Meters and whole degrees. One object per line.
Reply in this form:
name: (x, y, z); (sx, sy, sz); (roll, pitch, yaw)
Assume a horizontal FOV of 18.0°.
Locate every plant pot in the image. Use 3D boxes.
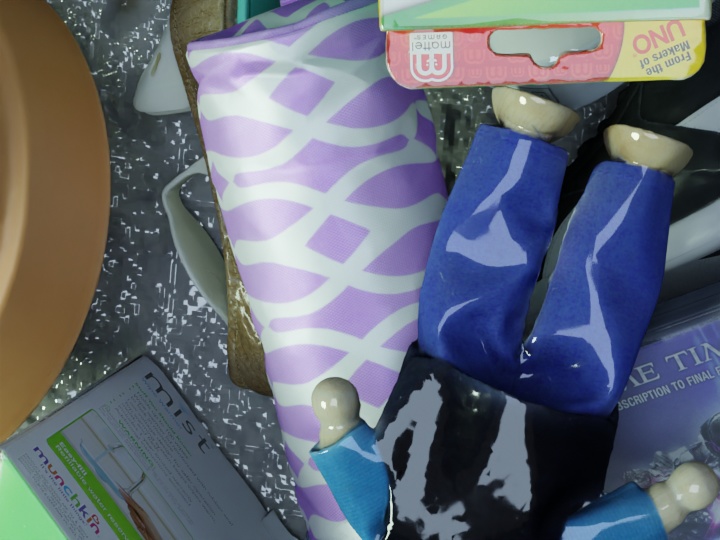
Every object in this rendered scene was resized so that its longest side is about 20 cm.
plant pot: (-0.206, -0.028, 0.798); (0.199, 0.140, 0.202); (-6, 78, 33)

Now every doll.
doll: (0.052, 0.048, 0.741); (0.135, 0.048, 0.201); (18, 91, -2)

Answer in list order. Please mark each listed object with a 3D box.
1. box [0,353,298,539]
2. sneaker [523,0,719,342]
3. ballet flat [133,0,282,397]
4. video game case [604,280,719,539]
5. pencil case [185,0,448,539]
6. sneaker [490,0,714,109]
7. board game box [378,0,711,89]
box: (-0.075, 0.147, 0.822); (0.096, 0.176, 0.201); (-36, 91, 13)
sneaker: (0.102, -0.046, 0.830); (0.199, 0.073, 0.113); (-27, 67, 27)
ballet flat: (-0.045, -0.044, 0.856); (0.072, 0.068, 0.202); (-7, 101, 29)
video game case: (0.156, 0.087, 0.805); (0.142, 0.019, 0.201); (-21, 118, 20)
pencil case: (0.000, 0.000, 0.793); (0.083, 0.085, 0.202); (-8, 103, 20)
sneaker: (0.115, -0.140, 0.770); (0.200, 0.073, 0.071); (-46, 134, -15)
board game box: (0.049, -0.152, 0.636); (0.095, 0.030, 0.202); (-2, 102, 6)
